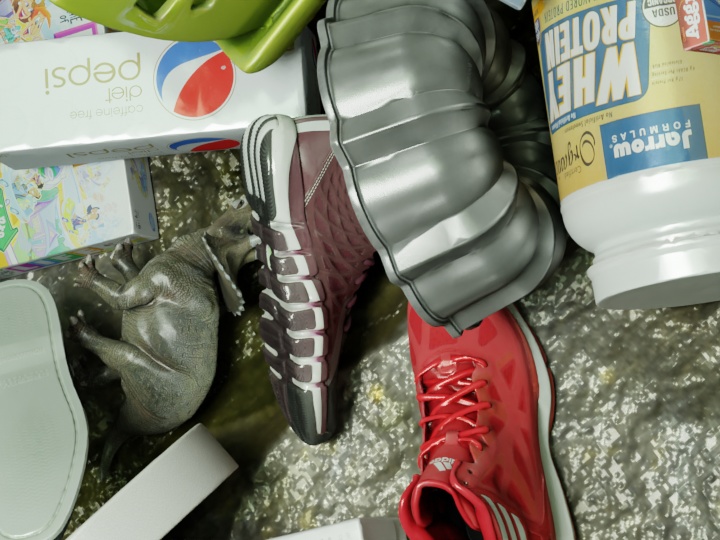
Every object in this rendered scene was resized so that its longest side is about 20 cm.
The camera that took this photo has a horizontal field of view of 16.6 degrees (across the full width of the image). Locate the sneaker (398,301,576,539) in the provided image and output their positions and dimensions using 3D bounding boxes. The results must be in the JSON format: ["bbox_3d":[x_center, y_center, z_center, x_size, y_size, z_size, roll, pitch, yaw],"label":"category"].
[{"bbox_3d":[0.060,0.086,1.375,0.078,0.115,0.201,-26,75,20],"label":"sneaker"}]

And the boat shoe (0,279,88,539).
[{"bbox_3d":[-0.190,0.094,1.428,0.075,0.061,0.201,-7,46,2],"label":"boat shoe"}]

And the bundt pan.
[{"bbox_3d":[0.055,-0.071,1.344,0.075,0.202,0.203,-20,77,22],"label":"bundt pan"}]

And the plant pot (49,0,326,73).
[{"bbox_3d":[-0.090,-0.240,1.385,0.199,0.181,0.200,-51,46,15],"label":"plant pot"}]

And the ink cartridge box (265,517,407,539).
[{"bbox_3d":[-0.065,0.222,1.447,0.199,0.067,0.117,-16,80,22],"label":"ink cartridge box"}]

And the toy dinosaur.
[{"bbox_3d":[-0.122,0.044,1.483,0.102,0.077,0.201,22,98,18],"label":"toy dinosaur"}]

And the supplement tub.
[{"bbox_3d":[0.172,-0.089,1.324,0.144,0.144,0.202,-12,80,23],"label":"supplement tub"}]

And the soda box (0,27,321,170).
[{"bbox_3d":[-0.125,-0.106,1.481,0.198,0.064,0.069,-5,83,9],"label":"soda box"}]

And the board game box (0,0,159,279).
[{"bbox_3d":[-0.206,-0.104,1.561,0.134,0.034,0.202,-14,79,23],"label":"board game box"}]

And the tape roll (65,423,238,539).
[{"bbox_3d":[-0.155,0.168,1.422,0.203,0.203,0.037,-42,89,16],"label":"tape roll"}]

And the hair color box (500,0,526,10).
[{"bbox_3d":[0.070,-0.210,1.356,0.060,0.200,0.100,27,98,-12],"label":"hair color box"}]

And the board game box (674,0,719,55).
[{"bbox_3d":[0.225,-0.158,1.280,0.019,0.199,0.104,-18,77,42],"label":"board game box"}]

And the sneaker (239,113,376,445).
[{"bbox_3d":[0.000,0.000,1.440,0.076,0.115,0.202,-141,42,-63],"label":"sneaker"}]
